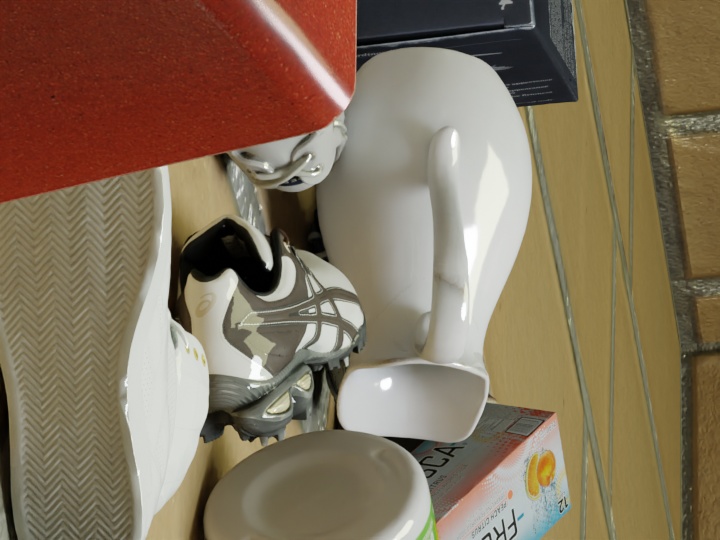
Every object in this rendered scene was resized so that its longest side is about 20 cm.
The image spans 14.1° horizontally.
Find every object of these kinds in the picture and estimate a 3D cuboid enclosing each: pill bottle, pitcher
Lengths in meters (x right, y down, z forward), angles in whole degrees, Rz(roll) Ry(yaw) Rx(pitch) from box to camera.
[{"bbox_3d":[-0.006,0.189,1.438,0.111,0.110,0.201,-79,161,-55],"label":"pill bottle"},{"bbox_3d":[0.039,-0.025,1.590,0.172,0.121,0.201,120,-25,-66],"label":"pitcher"}]

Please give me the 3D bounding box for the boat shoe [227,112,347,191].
[{"bbox_3d":[-0.041,-0.073,1.504,0.200,0.072,0.066,-58,138,-86],"label":"boat shoe"}]

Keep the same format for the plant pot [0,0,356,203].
[{"bbox_3d":[-0.126,-0.148,0.799,0.176,0.199,0.201,48,36,-51],"label":"plant pot"}]

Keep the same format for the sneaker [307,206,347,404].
[{"bbox_3d":[0.000,0.000,1.707,0.085,0.077,0.201,59,19,-45],"label":"sneaker"}]

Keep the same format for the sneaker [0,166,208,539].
[{"bbox_3d":[-0.102,0.012,1.144,0.116,0.073,0.201,-51,144,-77],"label":"sneaker"}]

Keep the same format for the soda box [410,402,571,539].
[{"bbox_3d":[0.043,0.148,1.646,0.200,0.063,0.069,-37,124,-47],"label":"soda box"}]

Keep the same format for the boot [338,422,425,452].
[{"bbox_3d":[0.023,0.087,1.772,0.076,0.073,0.201,87,2,-58],"label":"boot"}]

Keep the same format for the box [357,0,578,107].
[{"bbox_3d":[0.050,-0.168,1.803,0.200,0.147,0.105,43,43,-75],"label":"box"}]

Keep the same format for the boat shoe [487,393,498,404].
[{"bbox_3d":[0.058,0.093,1.925,0.072,0.072,0.201,60,27,-66],"label":"boat shoe"}]

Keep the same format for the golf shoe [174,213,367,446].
[{"bbox_3d":[-0.044,0.010,1.416,0.200,0.077,0.095,-67,150,-71],"label":"golf shoe"}]
